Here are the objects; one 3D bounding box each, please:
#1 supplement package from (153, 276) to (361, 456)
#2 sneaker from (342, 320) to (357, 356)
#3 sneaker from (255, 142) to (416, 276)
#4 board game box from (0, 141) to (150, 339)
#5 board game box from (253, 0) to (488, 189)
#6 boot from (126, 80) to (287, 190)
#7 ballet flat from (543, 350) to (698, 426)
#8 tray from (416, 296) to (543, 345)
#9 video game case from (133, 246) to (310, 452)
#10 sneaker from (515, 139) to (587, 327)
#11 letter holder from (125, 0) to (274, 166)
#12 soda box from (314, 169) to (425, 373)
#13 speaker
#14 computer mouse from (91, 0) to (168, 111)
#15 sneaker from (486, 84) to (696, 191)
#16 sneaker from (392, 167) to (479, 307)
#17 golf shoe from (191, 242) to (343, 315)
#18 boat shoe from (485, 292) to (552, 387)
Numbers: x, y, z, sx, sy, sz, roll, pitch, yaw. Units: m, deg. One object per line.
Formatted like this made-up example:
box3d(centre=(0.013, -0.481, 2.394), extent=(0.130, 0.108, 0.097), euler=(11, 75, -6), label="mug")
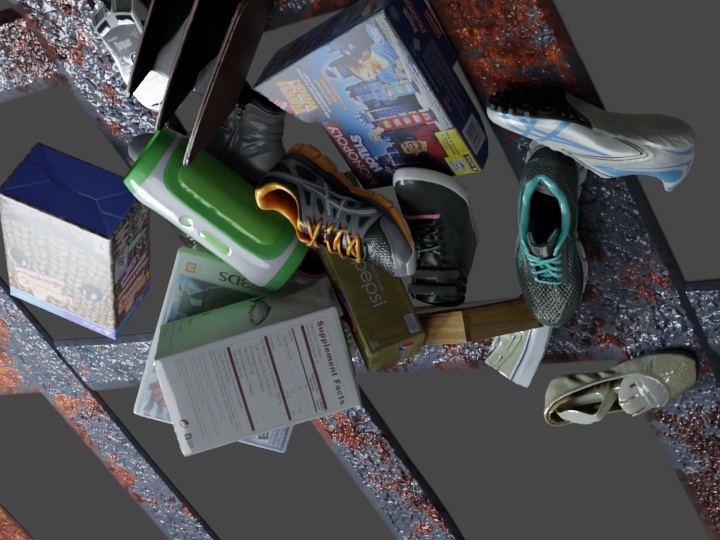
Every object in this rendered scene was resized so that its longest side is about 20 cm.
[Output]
box3d(centre=(-0.110, 0.101, 1.443), extent=(0.198, 0.117, 0.118), euler=(-16, 106, -1), label="supplement package")
box3d(centre=(-0.104, 0.080, 1.640), extent=(0.198, 0.076, 0.105), euler=(17, 160, -1), label="sneaker")
box3d(centre=(-0.024, -0.048, 1.348), extent=(0.199, 0.077, 0.079), euler=(36, 147, 30), label="sneaker")
box3d(centre=(-0.354, -0.035, 1.678), extent=(0.158, 0.097, 0.201), euler=(22, 141, 10), label="board game box")
box3d(centre=(0.004, -0.176, 1.323), extent=(0.199, 0.062, 0.201), euler=(-5, 133, 39), label="board game box")
box3d(centre=(-0.166, -0.159, 1.460), extent=(0.198, 0.070, 0.132), euler=(9, 133, 12), label="boot")
box3d(centre=(0.289, 0.141, 1.496), extent=(0.199, 0.063, 0.067), euler=(-20, 122, 44), label="ballet flat")
box3d(centre=(0.100, 0.057, 1.451), extent=(0.200, 0.098, 0.037), euler=(-12, 87, 62), label="tray")
box3d(centre=(-0.143, 0.091, 1.509), extent=(0.181, 0.023, 0.202), euler=(16, 104, -9), label="video game case")
box3d(centre=(0.179, -0.028, 1.310), extent=(0.077, 0.091, 0.202), euler=(3, 116, 19), label="sneaker")
box3d(centre=(-0.158, -0.220, 1.276), extent=(0.100, 0.143, 0.201), euler=(26, 130, -1), label="letter holder")
box3d(centre=(0.000, 0.000, 1.418), extent=(0.068, 0.063, 0.201), euler=(94, 154, -68), label="soda box")
box3d(centre=(-0.151, -0.064, 1.430), extent=(0.199, 0.089, 0.088), euler=(37, 142, -13), label="speaker")
box3d(centre=(-0.243, -0.258, 1.405), extent=(0.109, 0.044, 0.201), euler=(-11, 121, 34), label="computer mouse")
box3d(centre=(0.209, -0.121, 1.244), extent=(0.198, 0.072, 0.073), euler=(17, 125, 15), label="sneaker")
box3d(centre=(0.075, -0.026, 1.364), extent=(0.070, 0.100, 0.200), euler=(3, 157, 21), label="sneaker")
box3d(centre=(-0.103, -0.010, 1.578), extent=(0.198, 0.076, 0.092), euler=(17, 133, 3), label="golf shoe")
box3d(centre=(0.178, 0.064, 1.472), extent=(0.061, 0.072, 0.201), euler=(18, 143, 6), label="boat shoe")
